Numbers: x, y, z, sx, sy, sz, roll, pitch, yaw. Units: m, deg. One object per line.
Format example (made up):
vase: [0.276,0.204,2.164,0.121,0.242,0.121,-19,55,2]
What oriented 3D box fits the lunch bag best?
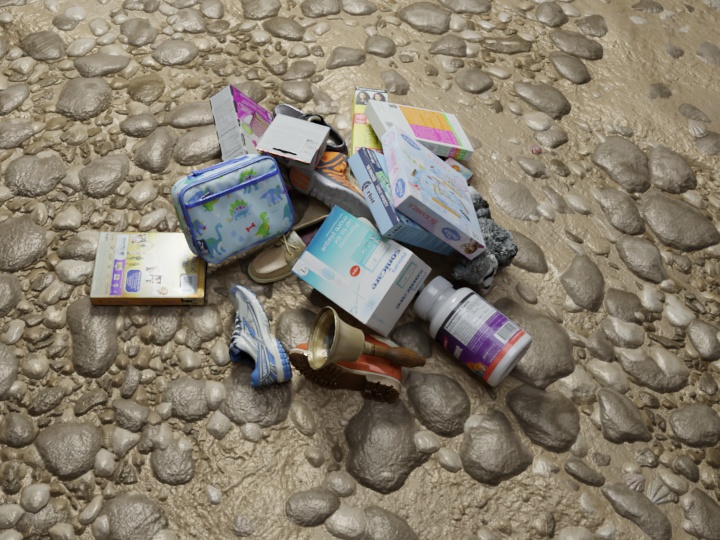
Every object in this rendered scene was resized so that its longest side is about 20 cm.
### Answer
lunch bag: [-0.229,-0.116,1.487,0.200,0.161,0.082,-23,23,-22]

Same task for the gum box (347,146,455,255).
gum box: [0.082,-0.121,1.485,0.200,0.045,0.170,14,45,-50]

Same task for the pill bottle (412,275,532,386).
pill bottle: [0.193,0.101,1.465,0.200,0.112,0.111,39,61,18]

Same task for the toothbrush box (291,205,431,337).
toothbrush box: [0.000,0.000,1.455,0.200,0.085,0.147,35,90,35]

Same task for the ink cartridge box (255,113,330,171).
ink cartridge box: [-0.129,-0.233,1.571,0.109,0.050,0.200,15,30,1]

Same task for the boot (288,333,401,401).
boot: [-0.023,0.150,1.436,0.199,0.075,0.107,17,53,-6]

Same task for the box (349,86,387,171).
box: [0.018,-0.294,1.736,0.075,0.050,0.201,6,57,-5]

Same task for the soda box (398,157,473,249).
soda box: [0.137,-0.133,1.636,0.064,0.068,0.200,38,61,16]

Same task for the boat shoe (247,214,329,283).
boat shoe: [-0.123,-0.048,1.549,0.200,0.066,0.074,-33,66,-25]

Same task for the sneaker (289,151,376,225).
sneaker: [-0.033,-0.173,1.637,0.200,0.078,0.112,35,46,1]

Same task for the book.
book: [0.119,-0.284,1.683,0.199,0.048,0.134,8,36,-25]

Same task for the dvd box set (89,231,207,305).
dvd box set: [-0.380,-0.005,1.509,0.199,0.029,0.147,0,57,-7]

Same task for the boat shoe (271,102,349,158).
boat shoe: [-0.101,-0.293,1.712,0.200,0.065,0.072,40,62,18]

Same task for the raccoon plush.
raccoon plush: [0.200,-0.057,1.548,0.134,0.097,0.200,-10,59,-49]

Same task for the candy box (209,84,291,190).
candy box: [-0.216,-0.249,1.625,0.061,0.136,0.200,-30,58,22]

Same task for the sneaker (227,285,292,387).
sneaker: [-0.194,0.113,1.433,0.085,0.077,0.200,-24,62,-16]

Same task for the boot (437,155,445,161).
boot: [0.077,-0.211,1.663,0.097,0.075,0.200,41,39,19]

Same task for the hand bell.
hand bell: [0.023,0.134,1.379,0.199,0.104,0.104,16,53,-24]

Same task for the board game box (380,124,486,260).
board game box: [0.129,-0.141,1.486,0.200,0.041,0.200,32,33,-33]

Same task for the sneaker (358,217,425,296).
sneaker: [0.032,-0.008,1.545,0.084,0.075,0.200,-37,62,-19]
